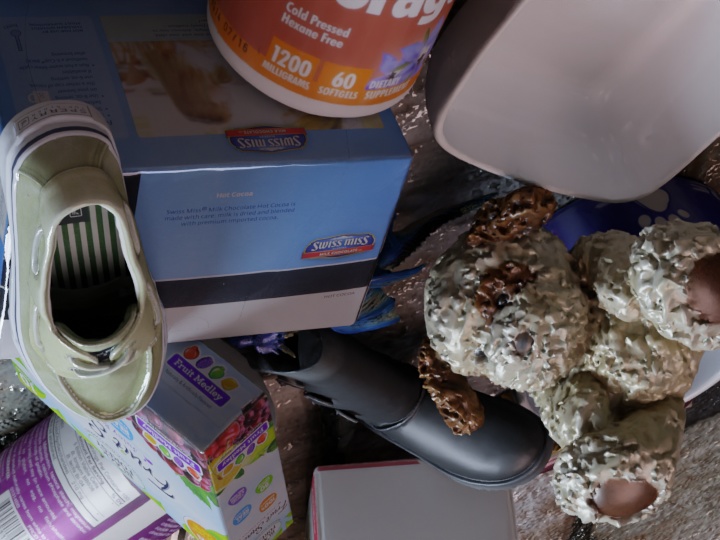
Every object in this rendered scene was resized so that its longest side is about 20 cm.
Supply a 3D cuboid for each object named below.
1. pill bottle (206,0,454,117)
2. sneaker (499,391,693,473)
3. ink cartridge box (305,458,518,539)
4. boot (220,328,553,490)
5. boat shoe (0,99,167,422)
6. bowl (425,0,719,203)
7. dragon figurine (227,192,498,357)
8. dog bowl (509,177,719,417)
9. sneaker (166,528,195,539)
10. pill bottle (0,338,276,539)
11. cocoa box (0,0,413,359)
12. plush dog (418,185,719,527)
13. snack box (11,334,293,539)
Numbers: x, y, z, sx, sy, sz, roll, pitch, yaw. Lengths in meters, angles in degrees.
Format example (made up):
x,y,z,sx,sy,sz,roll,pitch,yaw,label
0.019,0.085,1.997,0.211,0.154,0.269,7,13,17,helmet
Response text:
x,y,z,sx,sy,sz,roll,pitch,yaw,label
0.007,-0.176,0.691,0.112,0.112,0.200,-1,139,-27,pill bottle
0.176,0.126,1.208,0.199,0.075,0.090,-24,139,3,sneaker
0.032,0.207,1.164,0.144,0.084,0.200,-4,159,-6,ink cartridge box
0.018,0.076,1.002,0.200,0.164,0.066,41,67,-50,boot
-0.125,0.015,0.680,0.072,0.062,0.200,-14,141,-9,boat shoe
0.142,-0.138,0.848,0.199,0.075,0.200,12,132,-40,bowl
0.000,0.000,0.926,0.199,0.100,0.059,-3,141,-25,dragon figurine
0.190,0.028,1.085,0.199,0.079,0.201,-14,144,-11,dog bowl
-0.135,0.237,1.200,0.115,0.076,0.201,-9,135,-4,sneaker
-0.155,0.127,0.997,0.200,0.113,0.112,-36,143,18,pill bottle
-0.096,-0.052,0.776,0.199,0.134,0.132,-5,139,-23,cocoa box
0.123,0.028,0.919,0.171,0.161,0.201,17,115,-2,plush dog
-0.130,0.066,0.858,0.053,0.200,0.143,-42,151,-22,snack box
